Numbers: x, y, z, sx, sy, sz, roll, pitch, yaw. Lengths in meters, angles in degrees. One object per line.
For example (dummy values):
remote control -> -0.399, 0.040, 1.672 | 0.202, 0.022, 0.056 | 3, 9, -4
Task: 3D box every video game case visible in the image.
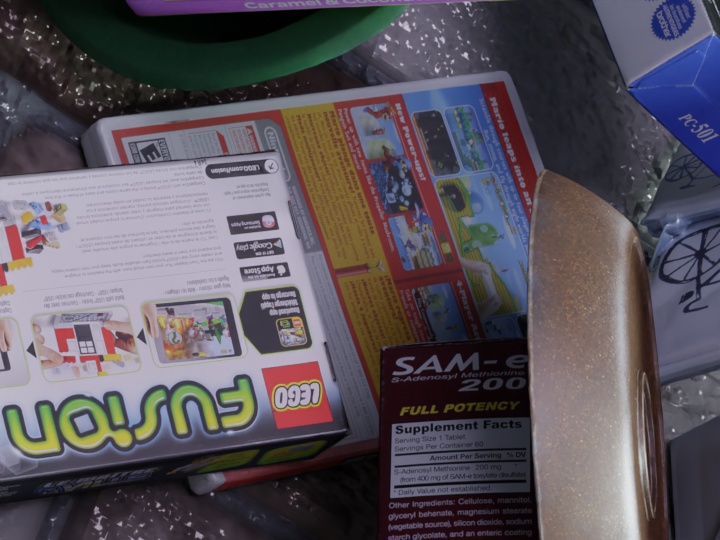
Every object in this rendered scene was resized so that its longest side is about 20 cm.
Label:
video game case -> 0.000, 0.000, 1.138 | 0.200, 0.017, 0.143 | -9, 75, -37

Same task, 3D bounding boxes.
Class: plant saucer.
plant saucer -> 0.087, 0.063, 1.064 | 0.034, 0.200, 0.201 | -5, 65, 10

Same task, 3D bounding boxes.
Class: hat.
hat -> -0.012, -0.117, 1.177 | 0.200, 0.176, 0.166 | -23, 64, 4

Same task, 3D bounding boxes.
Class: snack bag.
snack bag -> 0.185, -0.037, 1.168 | 0.021, 0.188, 0.200 | 49, 46, -24

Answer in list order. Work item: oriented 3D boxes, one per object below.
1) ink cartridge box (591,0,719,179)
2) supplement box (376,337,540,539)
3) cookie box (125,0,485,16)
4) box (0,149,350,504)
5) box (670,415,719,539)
ink cartridge box -> 0.115, -0.138, 1.204 | 0.094, 0.044, 0.200 | 37, 28, -49
supplement box -> 0.039, 0.136, 1.029 | 0.061, 0.109, 0.200 | -3, 58, 8
cookie box -> -0.001, -0.196, 1.065 | 0.075, 0.171, 0.200 | 57, 36, -61
box -> -0.109, 0.022, 1.028 | 0.200, 0.035, 0.110 | -6, 73, -29
box -> 0.211, 0.137, 1.118 | 0.097, 0.176, 0.200 | 14, 63, -29
